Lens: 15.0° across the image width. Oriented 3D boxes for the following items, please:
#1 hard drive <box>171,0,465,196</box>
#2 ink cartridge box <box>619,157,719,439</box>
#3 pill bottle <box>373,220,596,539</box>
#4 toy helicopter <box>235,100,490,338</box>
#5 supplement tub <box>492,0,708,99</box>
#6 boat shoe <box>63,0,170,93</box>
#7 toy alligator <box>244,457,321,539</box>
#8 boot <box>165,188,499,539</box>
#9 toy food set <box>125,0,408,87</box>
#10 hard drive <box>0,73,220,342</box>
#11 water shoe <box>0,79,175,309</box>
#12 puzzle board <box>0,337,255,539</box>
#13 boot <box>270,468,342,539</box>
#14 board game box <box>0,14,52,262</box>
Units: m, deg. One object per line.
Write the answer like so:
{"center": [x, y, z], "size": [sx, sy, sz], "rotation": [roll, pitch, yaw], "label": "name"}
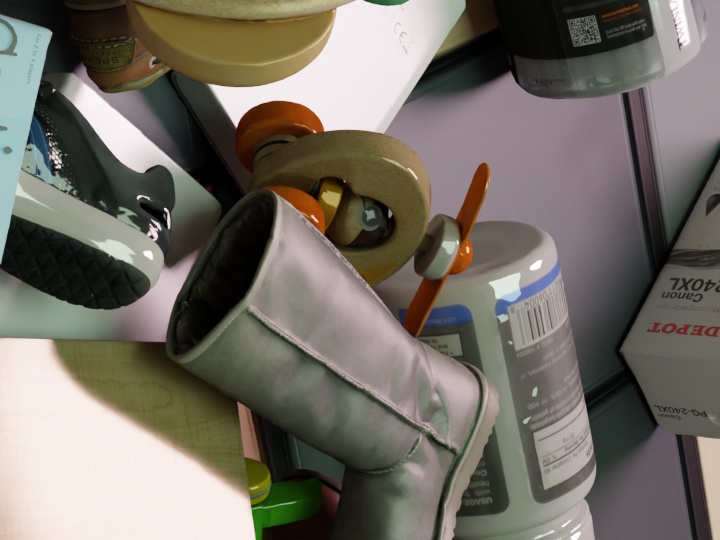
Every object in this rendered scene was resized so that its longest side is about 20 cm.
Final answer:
{"center": [-0.018, -0.128, 1.509], "size": [0.200, 0.026, 0.132], "rotation": [-57, 132, -32], "label": "hard drive"}
{"center": [0.280, 0.011, 1.796], "size": [0.200, 0.145, 0.083], "rotation": [-59, 135, -31], "label": "ink cartridge box"}
{"center": [0.072, 0.082, 1.566], "size": [0.114, 0.114, 0.200], "rotation": [-30, 116, -46], "label": "pill bottle"}
{"center": [0.000, 0.000, 1.455], "size": [0.200, 0.132, 0.079], "rotation": [92, -2, -48], "label": "toy helicopter"}
{"center": [0.126, -0.211, 1.609], "size": [0.123, 0.123, 0.200], "rotation": [-39, 122, -43], "label": "supplement tub"}
{"center": [-0.075, -0.152, 1.411], "size": [0.200, 0.072, 0.068], "rotation": [-29, 119, -36], "label": "boat shoe"}
{"center": [-0.105, 0.140, 1.400], "size": [0.200, 0.054, 0.059], "rotation": [-25, 130, -39], "label": "toy alligator"}
{"center": [-0.023, 0.081, 1.376], "size": [0.200, 0.073, 0.182], "rotation": [39, 63, -48], "label": "boot"}
{"center": [-0.067, -0.172, 1.330], "size": [0.198, 0.200, 0.049], "rotation": [-35, 146, -41], "label": "toy food set"}
{"center": [-0.147, 0.023, 1.345], "size": [0.132, 0.026, 0.200], "rotation": [43, 60, -44], "label": "hard drive"}
{"center": [-0.176, -0.056, 1.266], "size": [0.200, 0.071, 0.079], "rotation": [35, 47, -24], "label": "water shoe"}
{"center": [-0.125, 0.108, 1.308], "size": [0.200, 0.017, 0.151], "rotation": [3, 76, -50], "label": "puzzle board"}
{"center": [-0.045, 0.229, 1.455], "size": [0.200, 0.068, 0.188], "rotation": [-50, 142, -48], "label": "boot"}
{"center": [-0.245, -0.072, 1.115], "size": [0.200, 0.103, 0.105], "rotation": [16, 79, -27], "label": "board game box"}
